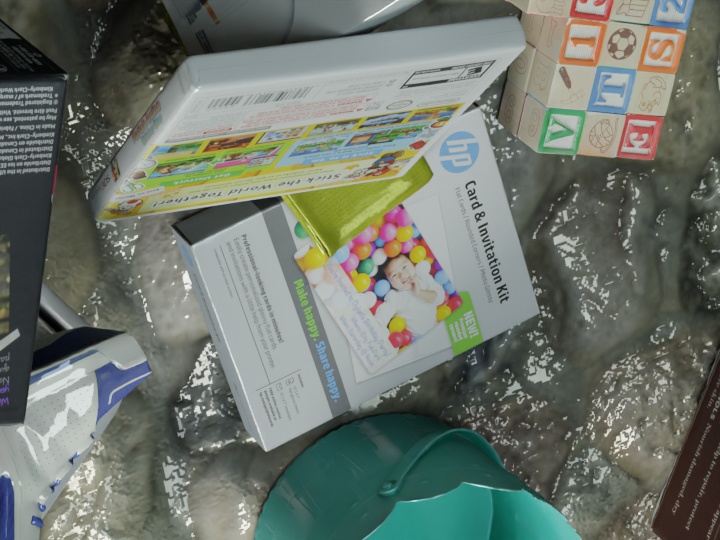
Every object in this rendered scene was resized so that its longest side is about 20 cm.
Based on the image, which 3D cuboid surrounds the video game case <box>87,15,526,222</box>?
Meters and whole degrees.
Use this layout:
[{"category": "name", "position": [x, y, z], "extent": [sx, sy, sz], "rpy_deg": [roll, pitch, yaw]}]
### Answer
[{"category": "video game case", "position": [-0.032, -0.082, 1.553], "extent": [0.199, 0.182, 0.023], "rpy_deg": [-10, 73, -26]}]

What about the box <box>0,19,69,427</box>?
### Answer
[{"category": "box", "position": [-0.233, -0.028, 1.490], "extent": [0.105, 0.122, 0.201], "rpy_deg": [-3, 116, -31]}]

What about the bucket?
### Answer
[{"category": "bucket", "position": [0.036, 0.197, 1.791], "extent": [0.206, 0.135, 0.209], "rpy_deg": [-10, 117, -20]}]

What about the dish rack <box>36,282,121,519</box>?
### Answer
[{"category": "dish rack", "position": [-0.247, 0.063, 1.613], "extent": [0.200, 0.043, 0.172], "rpy_deg": [43, 66, -21]}]

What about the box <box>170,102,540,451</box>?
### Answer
[{"category": "box", "position": [0.000, 0.000, 1.744], "extent": [0.199, 0.041, 0.157], "rpy_deg": [-26, 121, -14]}]

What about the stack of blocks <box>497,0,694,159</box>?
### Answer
[{"category": "stack of blocks", "position": [0.141, -0.173, 1.721], "extent": [0.114, 0.059, 0.201], "rpy_deg": [3, 111, -26]}]

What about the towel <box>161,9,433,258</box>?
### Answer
[{"category": "towel", "position": [-0.032, -0.099, 1.640], "extent": [0.086, 0.018, 0.200], "rpy_deg": [-35, 127, -2]}]

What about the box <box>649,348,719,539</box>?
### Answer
[{"category": "box", "position": [0.327, 0.155, 1.871], "extent": [0.165, 0.200, 0.165], "rpy_deg": [13, 106, -30]}]

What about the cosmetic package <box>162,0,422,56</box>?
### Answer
[{"category": "cosmetic package", "position": [-0.057, -0.208, 1.515], "extent": [0.052, 0.150, 0.201], "rpy_deg": [-22, 85, -57]}]

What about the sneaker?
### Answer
[{"category": "sneaker", "position": [-0.198, 0.121, 1.577], "extent": [0.199, 0.080, 0.116], "rpy_deg": [-33, 108, -22]}]
